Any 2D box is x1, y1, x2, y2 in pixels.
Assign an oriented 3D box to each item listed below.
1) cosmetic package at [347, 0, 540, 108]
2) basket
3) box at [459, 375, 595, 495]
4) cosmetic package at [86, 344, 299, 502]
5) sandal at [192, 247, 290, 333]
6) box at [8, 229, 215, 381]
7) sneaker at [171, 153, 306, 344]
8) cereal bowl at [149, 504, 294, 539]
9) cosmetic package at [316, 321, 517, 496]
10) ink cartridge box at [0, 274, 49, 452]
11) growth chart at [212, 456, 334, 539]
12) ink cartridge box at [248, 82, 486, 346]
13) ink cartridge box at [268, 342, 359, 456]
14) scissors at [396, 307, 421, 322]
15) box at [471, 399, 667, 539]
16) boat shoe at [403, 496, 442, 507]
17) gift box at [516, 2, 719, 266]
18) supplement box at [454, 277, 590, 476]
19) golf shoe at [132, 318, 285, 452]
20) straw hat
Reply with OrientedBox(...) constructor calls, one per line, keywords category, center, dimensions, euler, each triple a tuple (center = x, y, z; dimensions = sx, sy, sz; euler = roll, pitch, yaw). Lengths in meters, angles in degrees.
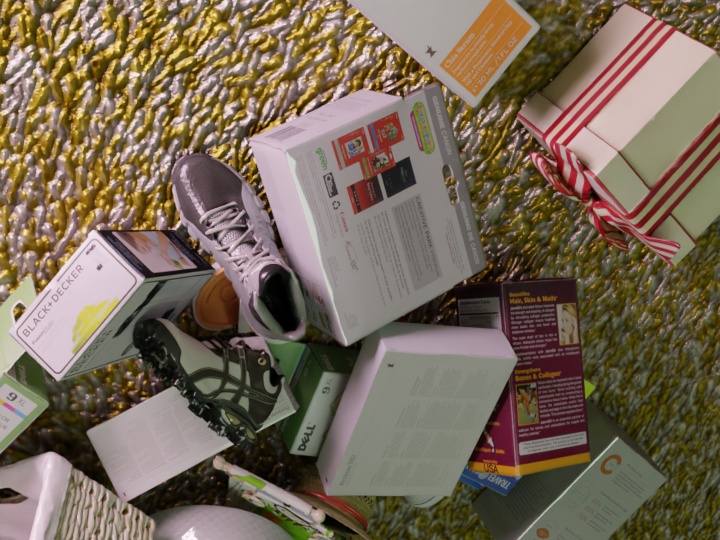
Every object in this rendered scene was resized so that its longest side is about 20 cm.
OrientedBox(category="cosmetic package", center=(0.060, -0.251, 1.000), dimensions=(0.199, 0.071, 0.102), euler=(33, 102, -33))
OrientedBox(category="basket", center=(-0.324, 0.309, 1.046), dimensions=(0.197, 0.202, 0.161), euler=(-20, 138, 28))
OrientedBox(category="box", center=(0.173, 0.182, 1.310), dimensions=(0.121, 0.048, 0.201), euler=(30, 102, -33))
OrientedBox(category="cosmetic package", center=(-0.168, 0.151, 1.112), dimensions=(0.198, 0.051, 0.083), euler=(-27, 87, 1))
OrientedBox(category="sandal", center=(-0.067, 0.017, 1.099), dimensions=(0.204, 0.059, 0.080), euler=(-14, 120, -10))
OrientedBox(category="box", center=(-0.212, 0.025, 0.967), dimensions=(0.060, 0.200, 0.117), euler=(43, 97, 6))
OrientedBox(category="sneaker", center=(-0.100, -0.021, 1.000), dimensions=(0.075, 0.115, 0.201), euler=(-33, 100, -11))
OrientedBox(category="cereal bowl", center=(-0.163, 0.344, 1.189), dimensions=(0.197, 0.084, 0.201), euler=(1, 136, 1))
OrientedBox(category="cosmetic package", center=(0.054, 0.147, 1.128), dimensions=(0.149, 0.052, 0.202), euler=(4, 125, -26))
OrientedBox(category="ink cartridge box", center=(-0.345, 0.112, 1.012), dimensions=(0.200, 0.104, 0.059), euler=(-45, 125, 5))
OrientedBox(category="growth chart", center=(-0.088, 0.257, 1.164), dimensions=(0.018, 0.143, 0.200), euler=(-61, 172, -25))
OrientedBox(category="ink cartridge box", center=(0.012, -0.061, 1.048), dimensions=(0.174, 0.084, 0.202), euler=(-26, 114, -22))
OrientedBox(category="ink cartridge box", center=(-0.026, 0.143, 1.183), dimensions=(0.198, 0.059, 0.105), euler=(12, 113, -29))
OrientedBox(category="scissors", center=(0.000, 0.000, 1.151), dimensions=(0.073, 0.014, 0.200), euler=(-43, 126, 4))
OrientedBox(category="box", center=(0.260, 0.276, 1.369), dimensions=(0.200, 0.098, 0.124), euler=(-47, 125, 8))
OrientedBox(category="boat shoe", center=(0.093, 0.177, 1.246), dimensions=(0.065, 0.073, 0.202), euler=(16, 98, -59))
OrientedBox(category="gift box", center=(0.282, -0.128, 1.093), dimensions=(0.187, 0.200, 0.184), euler=(-46, 120, 9))
OrientedBox(category="supplement box", center=(0.174, 0.111, 1.182), dimensions=(0.109, 0.085, 0.203), euler=(-3, 88, -34))
OrientedBox(category="golf shoe", center=(-0.135, 0.083, 1.010), dimensions=(0.095, 0.077, 0.200), euler=(-50, 145, -13))
OrientedBox(category="straw hat", center=(-0.029, 0.254, 1.216), dimensions=(0.201, 0.200, 0.086), euler=(51, 58, -35))
